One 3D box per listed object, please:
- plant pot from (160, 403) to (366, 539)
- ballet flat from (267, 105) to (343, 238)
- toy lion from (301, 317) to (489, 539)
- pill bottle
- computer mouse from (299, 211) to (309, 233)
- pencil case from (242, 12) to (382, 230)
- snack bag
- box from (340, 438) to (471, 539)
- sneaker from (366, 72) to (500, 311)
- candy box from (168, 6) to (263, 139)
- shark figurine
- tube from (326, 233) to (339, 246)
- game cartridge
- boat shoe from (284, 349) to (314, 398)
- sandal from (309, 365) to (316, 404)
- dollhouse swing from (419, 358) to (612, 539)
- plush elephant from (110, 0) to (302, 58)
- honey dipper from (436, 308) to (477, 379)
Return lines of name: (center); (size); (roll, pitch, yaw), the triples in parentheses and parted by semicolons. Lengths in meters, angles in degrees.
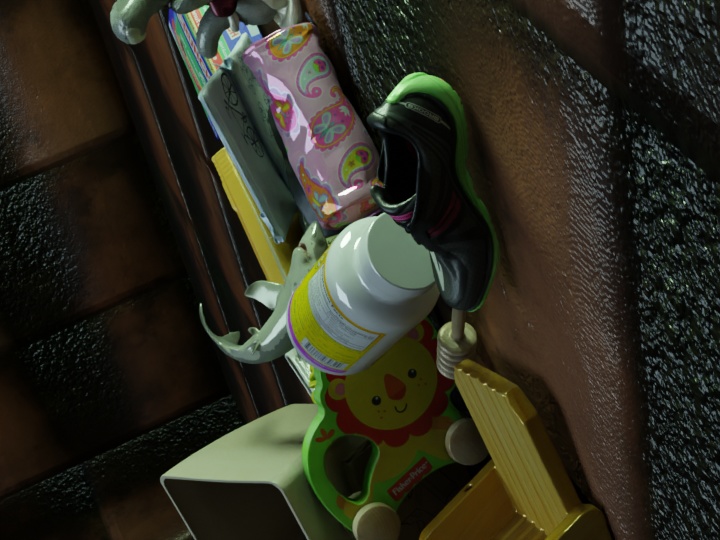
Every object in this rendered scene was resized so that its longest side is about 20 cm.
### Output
plant pot: (-0.057, 0.249, 1.478); (0.199, 0.177, 0.200); (-6, 118, 46)
ballet flat: (-0.048, -0.117, 1.437); (0.073, 0.073, 0.201); (89, 159, -62)
toy lion: (0.020, 0.145, 1.353); (0.192, 0.200, 0.069); (50, 171, -12)
pill bottle: (0.007, 0.017, 1.206); (0.105, 0.104, 0.200); (64, 153, 11)
computer mouse: (0.000, 0.000, 1.467); (0.201, 0.053, 0.138); (62, -165, 26)
pencil case: (-0.039, -0.141, 1.320); (0.087, 0.087, 0.201); (113, 133, -74)
snack bag: (-0.107, -0.148, 1.483); (0.189, 0.021, 0.200); (63, -160, -19)
box: (0.065, 0.250, 1.464); (0.021, 0.163, 0.201); (-7, 111, 41)
sneaker: (0.049, -0.053, 1.060); (0.077, 0.084, 0.201); (21, 136, 53)
candy box: (-0.169, -0.268, 1.660); (0.170, 0.077, 0.200); (66, 168, 4)
shark figurine: (-0.076, 0.059, 1.378); (0.214, 0.089, 0.129); (-38, 56, 41)
tube: (-0.009, -0.010, 1.347); (0.052, 0.058, 0.200); (45, 152, -13)
game cartridge: (-0.073, -0.045, 1.526); (0.176, 0.032, 0.201); (14, -138, -54)
boat shoe: (-0.040, 0.173, 1.599); (0.075, 0.086, 0.203); (92, 155, -65)
sandal: (-0.034, 0.067, 1.570); (0.087, 0.079, 0.201); (-53, 53, 40)
dollhouse swing: (0.102, 0.209, 1.191); (0.176, 0.182, 0.200); (48, 174, -16)
plush elephant: (-0.148, -0.287, 1.369); (0.155, 0.200, 0.165); (45, -174, -39)
honey dipper: (0.087, 0.029, 1.200); (0.038, 0.038, 0.200); (59, 164, 32)
